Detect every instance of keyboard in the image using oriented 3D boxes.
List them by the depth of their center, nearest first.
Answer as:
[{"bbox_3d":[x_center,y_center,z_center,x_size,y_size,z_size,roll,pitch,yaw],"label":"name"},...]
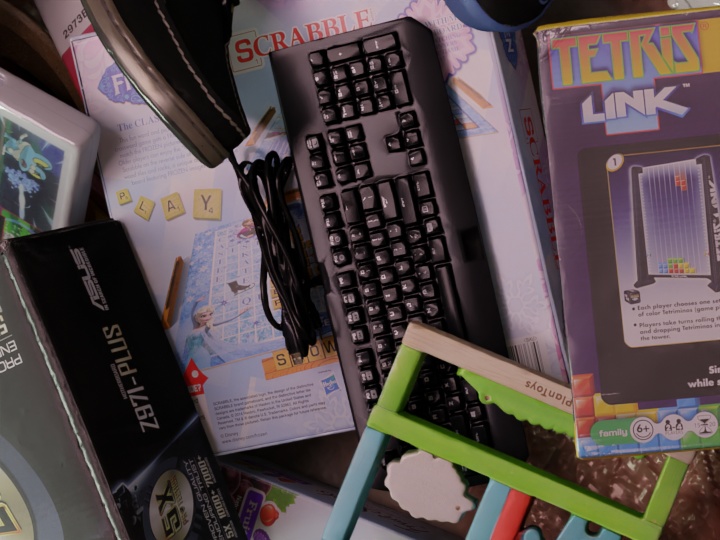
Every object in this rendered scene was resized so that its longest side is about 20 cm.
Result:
[{"bbox_3d":[0.000,0.000,1.131,0.104,0.040,0.200,-14,90,21],"label":"keyboard"}]

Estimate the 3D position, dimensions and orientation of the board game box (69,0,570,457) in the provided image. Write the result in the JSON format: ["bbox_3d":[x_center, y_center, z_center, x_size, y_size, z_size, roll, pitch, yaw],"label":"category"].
[{"bbox_3d":[-0.013,-0.029,1.177,0.200,0.041,0.200,-12,91,22],"label":"board game box"}]

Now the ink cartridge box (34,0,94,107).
[{"bbox_3d":[-0.095,-0.181,1.291,0.145,0.084,0.200,-42,60,26],"label":"ink cartridge box"}]

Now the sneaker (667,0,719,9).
[{"bbox_3d":[0.151,-0.113,1.092,0.200,0.078,0.099,40,112,36],"label":"sneaker"}]

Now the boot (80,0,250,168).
[{"bbox_3d":[-0.048,-0.154,1.134,0.154,0.073,0.204,-30,54,7],"label":"boot"}]

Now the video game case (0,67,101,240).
[{"bbox_3d":[-0.213,-0.045,1.260,0.182,0.023,0.200,30,142,9],"label":"video game case"}]

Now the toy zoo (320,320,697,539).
[{"bbox_3d":[0.043,0.137,1.108,0.131,0.020,0.200,22,95,10],"label":"toy zoo"}]

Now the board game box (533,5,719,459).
[{"bbox_3d":[0.173,-0.020,1.001,0.200,0.057,0.165,-5,91,11],"label":"board game box"}]

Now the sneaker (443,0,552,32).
[{"bbox_3d":[0.078,-0.190,1.072,0.078,0.070,0.200,29,113,59],"label":"sneaker"}]

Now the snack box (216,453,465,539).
[{"bbox_3d":[-0.010,0.175,1.198,0.200,0.053,0.142,19,96,38],"label":"snack box"}]

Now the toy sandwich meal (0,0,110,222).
[{"bbox_3d":[-0.207,-0.054,1.325,0.205,0.070,0.205,14,129,18],"label":"toy sandwich meal"}]

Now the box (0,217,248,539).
[{"bbox_3d":[-0.175,0.090,1.198,0.200,0.086,0.164,-24,85,30],"label":"box"}]
